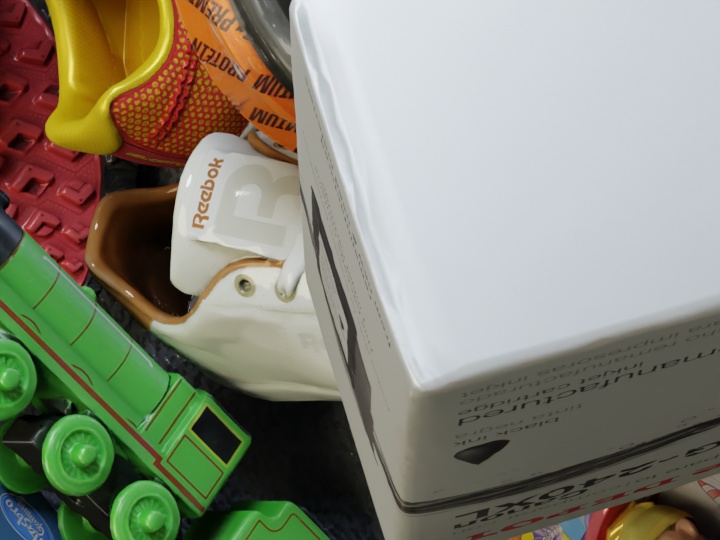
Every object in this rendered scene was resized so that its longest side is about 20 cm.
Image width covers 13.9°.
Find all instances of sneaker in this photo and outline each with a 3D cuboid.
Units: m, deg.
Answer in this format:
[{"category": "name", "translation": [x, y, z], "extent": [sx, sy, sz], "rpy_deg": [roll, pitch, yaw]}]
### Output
[{"category": "sneaker", "translation": [0.000, 0.000, 0.788], "extent": [0.200, 0.085, 0.073], "rpy_deg": [-7, 60, 46]}, {"category": "sneaker", "translation": [-0.133, -0.066, 0.943], "extent": [0.200, 0.079, 0.096], "rpy_deg": [66, 156, 13]}, {"category": "sneaker", "translation": [-0.068, -0.129, 0.838], "extent": [0.073, 0.077, 0.200], "rpy_deg": [-24, 72, 46]}]

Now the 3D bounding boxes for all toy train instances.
[{"category": "toy train", "translation": [-0.066, 0.051, 0.835], "extent": [0.200, 0.056, 0.042], "rpy_deg": [48, 152, -25]}]

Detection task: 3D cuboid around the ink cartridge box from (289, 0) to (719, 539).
[{"category": "ink cartridge box", "translation": [0.065, -0.009, 0.620], "extent": [0.200, 0.145, 0.084], "rpy_deg": [89, 164, -75]}]

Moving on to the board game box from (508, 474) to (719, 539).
[{"category": "board game box", "translation": [0.095, 0.085, 0.755], "extent": [0.200, 0.039, 0.158], "rpy_deg": [-15, 89, 47]}]

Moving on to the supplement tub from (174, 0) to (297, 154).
[{"category": "supplement tub", "translation": [0.050, -0.101, 0.697], "extent": [0.200, 0.122, 0.123], "rpy_deg": [-24, 82, 46]}]

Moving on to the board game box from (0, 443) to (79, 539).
[{"category": "board game box", "translation": [-0.161, 0.127, 0.886], "extent": [0.200, 0.047, 0.151], "rpy_deg": [-26, 110, 32]}]
